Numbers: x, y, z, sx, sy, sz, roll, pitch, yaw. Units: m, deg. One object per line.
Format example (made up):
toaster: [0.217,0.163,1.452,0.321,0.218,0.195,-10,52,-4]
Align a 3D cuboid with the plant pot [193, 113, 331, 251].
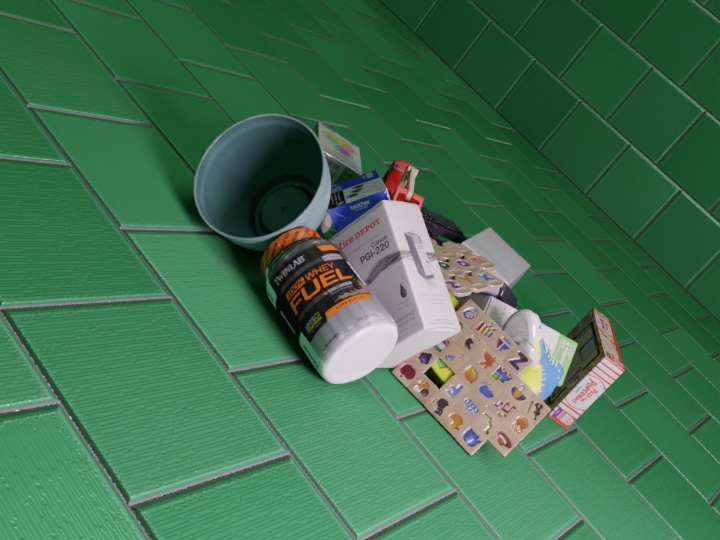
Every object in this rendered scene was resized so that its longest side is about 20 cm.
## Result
plant pot: [-0.127,-0.111,1.344,0.201,0.200,0.134,51,-1,28]

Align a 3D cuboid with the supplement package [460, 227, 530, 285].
supplement package: [0.228,0.009,1.734,0.117,0.117,0.200,43,23,10]

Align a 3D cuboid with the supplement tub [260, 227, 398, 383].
supplement tub: [-0.048,0.043,1.230,0.122,0.123,0.200,8,37,-51]

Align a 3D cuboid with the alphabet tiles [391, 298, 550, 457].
alphabet tiles: [0.173,0.165,1.327,0.200,0.167,0.008,45,-15,15]

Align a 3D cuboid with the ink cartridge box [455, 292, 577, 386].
ink cartridge box: [0.238,0.110,1.525,0.199,0.085,0.145,28,-8,-26]

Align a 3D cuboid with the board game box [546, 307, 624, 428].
board game box: [0.397,0.172,1.641,0.046,0.152,0.200,35,23,-7]

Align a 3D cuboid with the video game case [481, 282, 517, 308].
video game case: [0.169,0.021,1.543,0.179,0.026,0.200,17,-5,17]

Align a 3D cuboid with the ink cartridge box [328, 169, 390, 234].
ink cartridge box: [-0.004,-0.111,1.430,0.200,0.093,0.045,-106,176,-75]

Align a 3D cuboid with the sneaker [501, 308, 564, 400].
sneaker: [0.268,0.134,1.413,0.105,0.201,0.076,-21,41,-33]

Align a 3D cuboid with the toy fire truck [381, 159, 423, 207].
toy fire truck: [0.066,-0.129,1.527,0.048,0.141,0.201,24,48,-9]

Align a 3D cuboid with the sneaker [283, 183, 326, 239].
sneaker: [-0.090,-0.114,1.450,0.200,0.131,0.079,48,22,19]

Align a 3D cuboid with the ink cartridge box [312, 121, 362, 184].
ink cartridge box: [-0.057,-0.235,1.825,0.103,0.059,0.200,31,24,-18]

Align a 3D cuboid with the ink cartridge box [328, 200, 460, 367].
ink cartridge box: [0.040,0.021,1.298,0.084,0.145,0.201,6,60,-45]

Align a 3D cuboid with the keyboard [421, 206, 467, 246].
keyboard: [0.132,-0.087,1.683,0.199,0.021,0.127,20,31,-41]

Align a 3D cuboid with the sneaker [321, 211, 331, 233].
sneaker: [-0.088,-0.132,1.573,0.080,0.076,0.201,29,24,-47]

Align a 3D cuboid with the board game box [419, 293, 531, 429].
board game box: [0.151,0.135,1.370,0.200,0.101,0.048,50,-17,16]

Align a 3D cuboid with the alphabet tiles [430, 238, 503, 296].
alphabet tiles: [0.119,-0.010,1.421,0.199,0.015,0.195,-11,34,-44]
